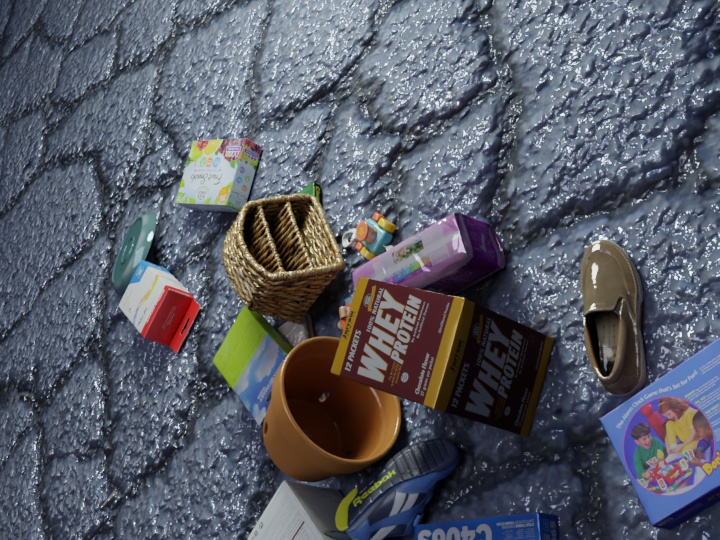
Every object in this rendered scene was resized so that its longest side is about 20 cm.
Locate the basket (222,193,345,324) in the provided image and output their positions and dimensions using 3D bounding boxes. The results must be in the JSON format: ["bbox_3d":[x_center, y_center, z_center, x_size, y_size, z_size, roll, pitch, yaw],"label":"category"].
[{"bbox_3d":[-0.139,-0.039,1.458,0.149,0.141,0.202,-49,41,27],"label":"basket"}]

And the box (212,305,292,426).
[{"bbox_3d":[-0.170,0.162,1.469,0.200,0.047,0.123,41,103,47],"label":"box"}]

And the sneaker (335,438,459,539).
[{"bbox_3d":[0.061,0.310,1.202,0.199,0.083,0.074,-37,20,8],"label":"sneaker"}]

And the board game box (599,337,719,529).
[{"bbox_3d":[0.375,0.170,0.941,0.200,0.044,0.136,-42,48,27],"label":"board game box"}]

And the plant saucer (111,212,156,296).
[{"bbox_3d":[-0.512,-0.042,1.946,0.200,0.027,0.202,-45,32,38],"label":"plant saucer"}]

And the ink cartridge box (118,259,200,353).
[{"bbox_3d":[-0.419,0.074,1.805,0.199,0.067,0.118,34,98,49],"label":"ink cartridge box"}]

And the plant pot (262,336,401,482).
[{"bbox_3d":[-0.057,0.221,1.283,0.140,0.197,0.203,-50,42,41],"label":"plant pot"}]

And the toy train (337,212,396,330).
[{"bbox_3d":[0.000,0.000,1.404,0.149,0.055,0.203,-27,56,36],"label":"toy train"}]

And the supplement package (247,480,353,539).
[{"bbox_3d":[-0.054,0.414,1.237,0.118,0.116,0.200,-57,43,11],"label":"supplement package"}]

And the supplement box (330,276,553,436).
[{"bbox_3d":[0.107,0.111,1.134,0.196,0.198,0.135,11,81,48],"label":"supplement box"}]

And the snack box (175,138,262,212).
[{"bbox_3d":[-0.297,-0.197,1.804,0.198,0.053,0.145,6,79,48],"label":"snack box"}]

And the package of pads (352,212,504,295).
[{"bbox_3d":[0.098,-0.001,1.243,0.198,0.120,0.077,-30,65,31],"label":"package of pads"}]

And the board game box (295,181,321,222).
[{"bbox_3d":[-0.145,-0.075,1.613,0.198,0.023,0.106,-26,55,37],"label":"board game box"}]

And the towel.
[{"bbox_3d":[-0.119,0.180,1.469,0.132,0.034,0.202,-38,49,30],"label":"towel"}]

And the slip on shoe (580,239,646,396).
[{"bbox_3d":[0.300,0.051,1.060,0.075,0.060,0.204,-19,61,40],"label":"slip on shoe"}]

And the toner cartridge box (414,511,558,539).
[{"bbox_3d":[0.155,0.363,1.093,0.198,0.043,0.097,-21,60,40],"label":"toner cartridge box"}]
